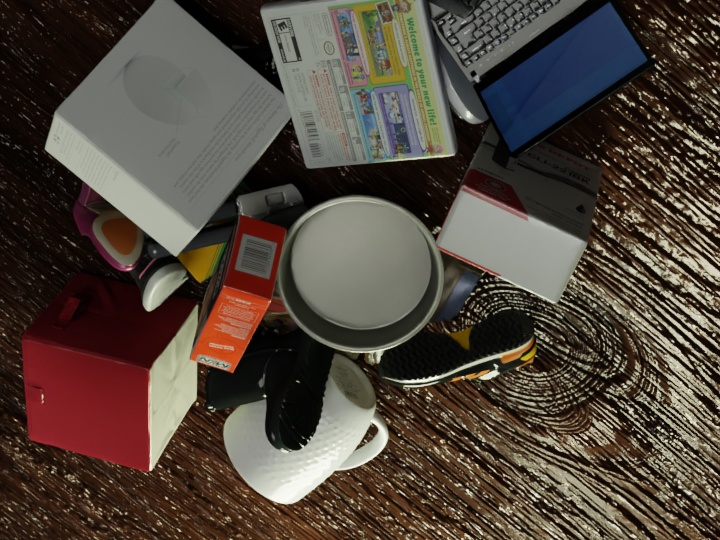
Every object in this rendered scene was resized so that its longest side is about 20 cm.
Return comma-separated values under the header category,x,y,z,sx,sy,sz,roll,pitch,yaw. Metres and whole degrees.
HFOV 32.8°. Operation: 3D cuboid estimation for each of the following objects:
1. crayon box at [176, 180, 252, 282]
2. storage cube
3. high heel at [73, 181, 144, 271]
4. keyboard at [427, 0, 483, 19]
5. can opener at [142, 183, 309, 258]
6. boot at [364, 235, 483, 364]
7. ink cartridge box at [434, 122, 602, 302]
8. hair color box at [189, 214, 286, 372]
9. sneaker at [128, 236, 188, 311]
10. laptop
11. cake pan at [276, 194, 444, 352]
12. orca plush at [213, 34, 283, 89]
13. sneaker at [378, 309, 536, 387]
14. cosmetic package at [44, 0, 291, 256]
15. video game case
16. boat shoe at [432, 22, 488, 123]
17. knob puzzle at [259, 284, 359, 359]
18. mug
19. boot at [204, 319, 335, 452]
category,x,y,z,sx,sy,sz,roll,pitch,yaw
crayon box,-0.217,-0.097,1.534,0.118,0.058,0.200,-32,106,30
storage cube,-0.330,0.132,1.638,0.178,0.171,0.202,13,122,10
high heel,-0.320,-0.038,1.538,0.067,0.200,0.097,-8,130,-30
keyboard,0.060,-0.361,1.281,0.199,0.021,0.128,29,99,11
can opener,-0.159,-0.056,1.461,0.198,0.067,0.054,-14,105,-8
boot,0.075,0.053,1.517,0.096,0.075,0.201,26,122,6
ink cartridge box,0.178,-0.071,1.337,0.143,0.200,0.084,25,120,3
hair color box,-0.147,0.031,1.448,0.061,0.102,0.200,16,147,-10
sneaker,-0.273,-0.009,1.541,0.071,0.200,0.099,-44,93,-4
laptop,0.172,-0.255,1.267,0.177,0.103,0.201,-33,106,15
cake pan,0.000,0.000,1.448,0.198,0.037,0.202,2,114,4
orca plush,-0.084,-0.243,1.397,0.198,0.071,0.106,14,123,10
sneaker,0.124,0.116,1.516,0.198,0.070,0.090,-16,141,6
cosmetic package,-0.216,-0.163,1.395,0.200,0.200,0.123,39,157,-6
video game case,0.001,-0.208,1.338,0.180,0.022,0.201,-3,124,20
boat shoe,0.070,-0.242,1.355,0.066,0.070,0.200,-20,116,47
knob puzzle,-0.075,0.033,1.541,0.217,0.031,0.221,4,132,4
mug,-0.052,0.207,1.620,0.199,0.148,0.175,30,119,-35
boot,-0.125,0.148,1.521,0.161,0.199,0.074,-11,132,29
